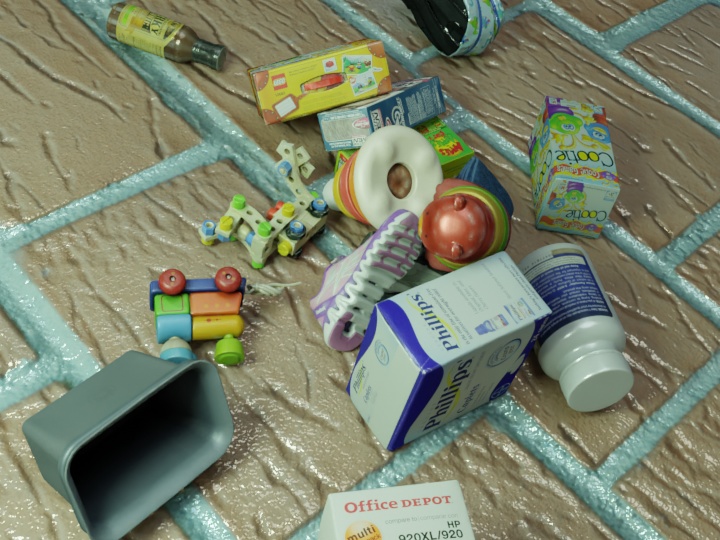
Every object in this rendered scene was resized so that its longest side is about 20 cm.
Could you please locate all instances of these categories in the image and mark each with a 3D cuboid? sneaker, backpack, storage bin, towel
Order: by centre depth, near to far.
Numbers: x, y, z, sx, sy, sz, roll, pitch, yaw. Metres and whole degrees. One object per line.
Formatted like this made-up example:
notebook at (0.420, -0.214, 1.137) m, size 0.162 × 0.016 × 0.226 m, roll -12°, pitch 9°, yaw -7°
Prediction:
storage bin at (-0.256, 0.181, 1.042) m, size 0.133 × 0.148 × 0.199 m, roll 16°, pitch 39°, yaw 41°
sneaker at (0.000, 0.000, 1.243) m, size 0.080 × 0.202 × 0.088 m, roll 29°, pitch 8°, yaw -46°
sneaker at (0.088, -0.003, 1.316) m, size 0.196 × 0.080 × 0.075 m, roll 11°, pitch 44°, yaw -5°
towel at (0.169, -0.082, 1.374) m, size 0.112 × 0.048 × 0.201 m, roll 45°, pitch 30°, yaw -8°
backpack at (0.166, -0.479, 1.721) m, size 0.151 × 0.164 × 0.203 m, roll 4°, pitch 52°, yaw -29°

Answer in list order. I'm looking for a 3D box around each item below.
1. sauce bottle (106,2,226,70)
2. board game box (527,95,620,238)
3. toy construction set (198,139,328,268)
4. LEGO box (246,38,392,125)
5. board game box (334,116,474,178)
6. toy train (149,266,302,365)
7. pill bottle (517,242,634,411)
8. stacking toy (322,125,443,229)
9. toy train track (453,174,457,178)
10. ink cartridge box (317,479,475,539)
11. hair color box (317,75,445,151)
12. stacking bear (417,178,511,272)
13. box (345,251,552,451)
sauce bottle at (-0.316, -0.380, 1.573) m, size 0.197 × 0.065 × 0.065 m, roll 20°, pitch 46°, yaw 5°
board game box at (0.330, -0.164, 1.501) m, size 0.103 × 0.104 × 0.202 m, roll 9°, pitch 47°, yaw -5°
toy construction set at (-0.120, -0.085, 1.340) m, size 0.130 × 0.093 × 0.201 m, roll 29°, pitch 59°, yaw 14°
LEGO box at (-0.066, -0.291, 1.464) m, size 0.196 × 0.079 × 0.149 m, roll -16°, pitch 17°, yaw -7°
board game box at (0.068, -0.167, 1.481) m, size 0.198 × 0.048 × 0.102 m, roll -25°, pitch 58°, yaw -31°
toy train at (-0.161, 0.065, 1.198) m, size 0.196 × 0.085 × 0.118 m, roll -2°, pitch 59°, yaw -15°
pill bottle at (0.279, 0.075, 1.261) m, size 0.117 × 0.121 × 0.202 m, roll -2°, pitch 48°, yaw -15°
stacking toy at (0.009, -0.119, 1.345) m, size 0.145 × 0.149 × 0.199 m, roll -24°, pitch 13°, yaw -30°
toy train track at (0.106, -0.122, 1.417) m, size 0.199 × 0.032 × 0.116 m, roll 39°, pitch 31°, yaw -19°
ink cartridge box at (0.042, 0.336, 0.948) m, size 0.144 × 0.146 × 0.202 m, roll -2°, pitch 48°, yaw -14°
hair color box at (0.036, -0.242, 1.471) m, size 0.099 × 0.062 × 0.199 m, roll -1°, pitch 22°, yaw 39°
stacking bear at (0.123, -0.052, 1.175) m, size 0.112 × 0.124 × 0.200 m, roll 10°, pitch 4°, yaw 13°
box at (0.102, 0.098, 1.153) m, size 0.197 × 0.185 × 0.106 m, roll -21°, pitch 59°, yaw -28°
